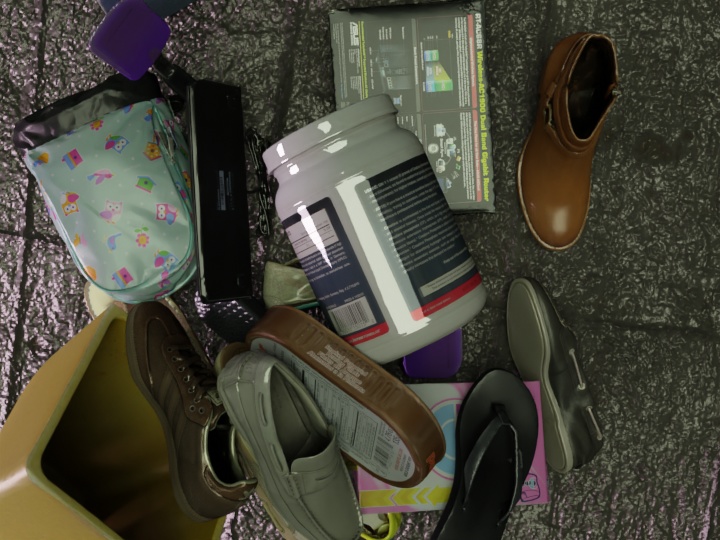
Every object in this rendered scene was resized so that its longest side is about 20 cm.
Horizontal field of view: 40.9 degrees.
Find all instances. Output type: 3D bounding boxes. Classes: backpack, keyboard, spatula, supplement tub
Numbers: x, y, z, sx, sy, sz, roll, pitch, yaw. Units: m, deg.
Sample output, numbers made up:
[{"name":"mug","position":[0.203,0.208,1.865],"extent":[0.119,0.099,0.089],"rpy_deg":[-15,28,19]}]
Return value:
[{"name":"backpack","position":[-0.222,-0.067,0.898],"extent":[0.165,0.127,0.202],"rpy_deg":[-24,92,3]},{"name":"keyboard","position":[-0.121,-0.073,0.903],"extent":[0.020,0.127,0.204],"rpy_deg":[-2,91,29]},{"name":"spatula","position":[0.004,0.081,0.967],"extent":[0.196,0.021,0.058],"rpy_deg":[-1,84,3]},{"name":"supplement tub","position":[0.011,-0.033,0.831],"extent":[0.139,0.140,0.202],"rpy_deg":[-24,93,3]},{"name":"spatula","position":[-0.171,-0.178,0.851],"extent":[0.020,0.200,0.057],"rpy_deg":[35,90,16]}]

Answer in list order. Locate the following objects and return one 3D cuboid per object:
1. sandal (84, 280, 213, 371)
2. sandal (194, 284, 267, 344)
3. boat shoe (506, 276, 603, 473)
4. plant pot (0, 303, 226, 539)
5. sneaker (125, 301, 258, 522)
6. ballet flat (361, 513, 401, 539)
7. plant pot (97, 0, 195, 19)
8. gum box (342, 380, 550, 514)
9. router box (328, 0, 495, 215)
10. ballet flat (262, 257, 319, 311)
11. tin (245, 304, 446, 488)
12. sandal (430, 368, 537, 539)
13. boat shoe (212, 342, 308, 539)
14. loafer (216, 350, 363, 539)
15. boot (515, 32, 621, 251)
[{"name":"sandal","position":[-0.195,0.084,0.944],"extent":[0.077,0.070,0.212],"rpy_deg":[-40,94,4]},{"name":"sandal","position":[-0.080,0.072,0.929],"extent":[0.200,0.043,0.076],"rpy_deg":[47,131,16]},{"name":"boat shoe","position":[0.193,0.098,0.954],"extent":[0.056,0.067,0.203],"rpy_deg":[-19,100,-24]},{"name":"plant pot","position":[-0.253,0.193,0.880],"extent":[0.198,0.196,0.196],"rpy_deg":[-27,119,29]},{"name":"sneaker","position":[-0.141,0.112,0.844],"extent":[0.075,0.070,0.203],"rpy_deg":[-27,79,30]},{"name":"ballet flat","position":[-0.028,0.189,0.956],"extent":[0.067,0.067,0.201],"rpy_deg":[-38,95,8]},{"name":"plant pot","position":[-0.170,-0.348,0.846],"extent":[0.198,0.196,0.198],"rpy_deg":[-25,95,-6]},{"name":"gum box","position":[0.083,0.167,0.920],"extent":[0.197,0.066,0.116],"rpy_deg":[0,79,-14]},{"name":"router box","position":[0.049,-0.151,0.923],"extent":[0.147,0.062,0.204],"rpy_deg":[-3,96,2]},{"name":"ballet flat","position":[0.000,0.000,0.940],"extent":[0.197,0.067,0.063],"rpy_deg":[-9,83,0]},{"name":"tin","position":[-0.017,0.107,0.819],"extent":[0.199,0.113,0.042],"rpy_deg":[34,53,19]},{"name":"sandal","position":[0.115,0.187,0.857],"extent":[0.075,0.043,0.203],"rpy_deg":[18,75,-10]},{"name":"boat shoe","position":[-0.089,0.164,0.899],"extent":[0.064,0.072,0.202],"rpy_deg":[-22,99,40]},{"name":"loafer","position":[-0.048,0.155,0.807],"extent":[0.070,0.069,0.202],"rpy_deg":[-47,116,-37]},{"name":"boot","position":[0.196,-0.114,0.880],"extent":[0.075,0.155,0.203],"rpy_deg":[8,96,-1]}]
